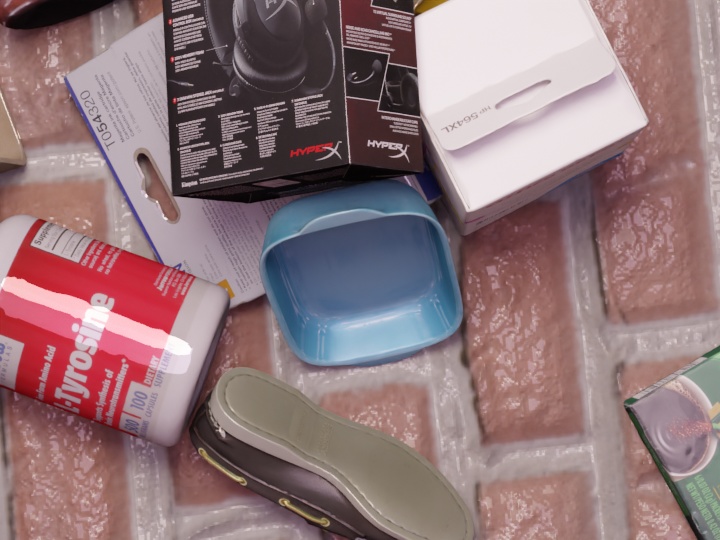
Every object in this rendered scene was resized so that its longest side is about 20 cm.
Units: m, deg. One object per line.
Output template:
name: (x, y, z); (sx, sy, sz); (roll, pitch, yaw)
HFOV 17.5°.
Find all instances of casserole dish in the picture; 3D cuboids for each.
casserole dish: (0.000, 0.000, 1.511); (0.120, 0.200, 0.039); (-13, 60, 3)

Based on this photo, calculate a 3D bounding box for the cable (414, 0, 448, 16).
cable: (0.080, -0.233, 1.599); (0.199, 0.050, 0.097); (-32, 65, -15)

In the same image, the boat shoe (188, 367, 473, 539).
boat shoe: (-0.019, 0.138, 1.557); (0.201, 0.061, 0.072); (32, 42, -7)

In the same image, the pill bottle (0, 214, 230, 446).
pill bottle: (-0.194, 0.032, 1.533); (0.199, 0.112, 0.113); (20, 87, 1)

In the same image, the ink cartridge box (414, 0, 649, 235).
ink cartridge box: (0.095, -0.112, 1.500); (0.128, 0.200, 0.126); (-27, 86, -2)

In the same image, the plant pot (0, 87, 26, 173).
plant pot: (-0.356, -0.130, 1.510); (0.176, 0.200, 0.201); (-22, 87, 10)

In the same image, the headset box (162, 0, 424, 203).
headset box: (-0.045, -0.150, 1.430); (0.148, 0.077, 0.202); (-9, 81, 39)

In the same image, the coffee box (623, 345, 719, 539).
coffee box: (0.290, 0.091, 1.570); (0.199, 0.044, 0.124); (-29, 87, -2)

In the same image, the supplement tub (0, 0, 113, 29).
supplement tub: (-0.223, -0.269, 1.553); (0.106, 0.107, 0.201); (-20, 87, -2)

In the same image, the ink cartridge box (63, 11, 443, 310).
ink cartridge box: (-0.073, -0.091, 1.554); (0.199, 0.043, 0.197); (-27, 92, 29)
